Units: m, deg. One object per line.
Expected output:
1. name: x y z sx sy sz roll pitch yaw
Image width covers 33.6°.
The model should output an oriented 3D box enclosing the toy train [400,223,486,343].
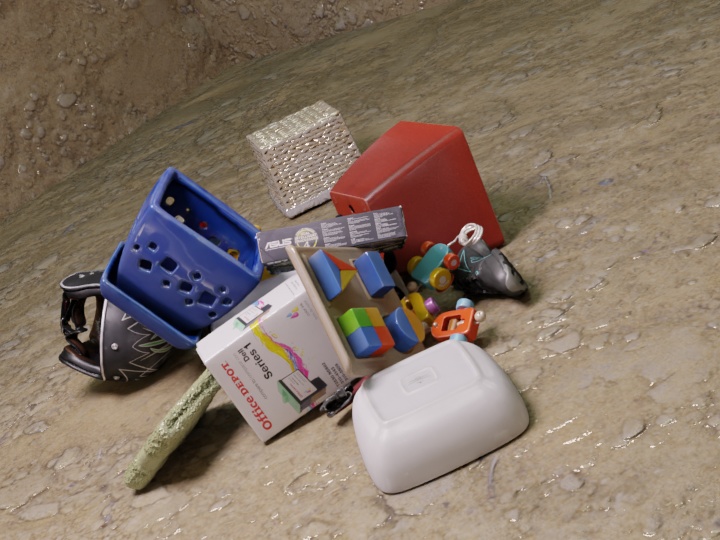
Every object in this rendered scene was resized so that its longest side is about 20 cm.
1. toy train: 0.122 0.037 1.619 0.150 0.056 0.200 -18 44 33

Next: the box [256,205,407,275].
1. box: -0.038 -0.039 1.648 0.199 0.049 0.161 -11 -4 0

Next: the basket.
1. basket: -0.108 -0.233 2.448 0.200 0.161 0.198 -25 19 -7

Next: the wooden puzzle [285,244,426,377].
1. wooden puzzle: 0.010 0.042 1.502 0.046 0.186 0.200 -38 -22 27

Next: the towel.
1. towel: -0.240 0.201 1.619 0.148 0.036 0.200 -53 -1 37

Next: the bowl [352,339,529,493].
1. bowl: 0.083 0.156 1.396 0.199 0.075 0.200 -24 21 -2

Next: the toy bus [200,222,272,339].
1. toy bus: -0.243 -0.002 1.988 0.199 0.192 0.136 -16 23 27

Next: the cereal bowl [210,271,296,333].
1. cereal bowl: -0.119 0.079 1.798 0.200 0.084 0.200 -22 20 9

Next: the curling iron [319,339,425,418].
1. curling iron: 0.022 0.138 1.564 0.200 0.026 0.050 -30 -12 -41

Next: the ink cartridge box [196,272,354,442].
1. ink cartridge box: -0.094 0.107 1.573 0.200 0.145 0.084 -35 20 -4

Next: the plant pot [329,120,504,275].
1. plant pot: 0.072 -0.099 1.844 0.176 0.200 0.200 -30 21 -19

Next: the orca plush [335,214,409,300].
1. orca plush: 0.000 0.000 1.761 0.071 0.200 0.105 -10 -30 -31

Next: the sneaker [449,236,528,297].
1. sneaker: 0.174 0.011 1.676 0.079 0.075 0.200 -40 15 -1

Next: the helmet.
1. helmet: -0.386 0.088 1.933 0.190 0.201 0.200 12 37 27

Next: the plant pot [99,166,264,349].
1. plant pot: -0.272 -0.010 1.802 0.180 0.200 0.200 -50 15 15
